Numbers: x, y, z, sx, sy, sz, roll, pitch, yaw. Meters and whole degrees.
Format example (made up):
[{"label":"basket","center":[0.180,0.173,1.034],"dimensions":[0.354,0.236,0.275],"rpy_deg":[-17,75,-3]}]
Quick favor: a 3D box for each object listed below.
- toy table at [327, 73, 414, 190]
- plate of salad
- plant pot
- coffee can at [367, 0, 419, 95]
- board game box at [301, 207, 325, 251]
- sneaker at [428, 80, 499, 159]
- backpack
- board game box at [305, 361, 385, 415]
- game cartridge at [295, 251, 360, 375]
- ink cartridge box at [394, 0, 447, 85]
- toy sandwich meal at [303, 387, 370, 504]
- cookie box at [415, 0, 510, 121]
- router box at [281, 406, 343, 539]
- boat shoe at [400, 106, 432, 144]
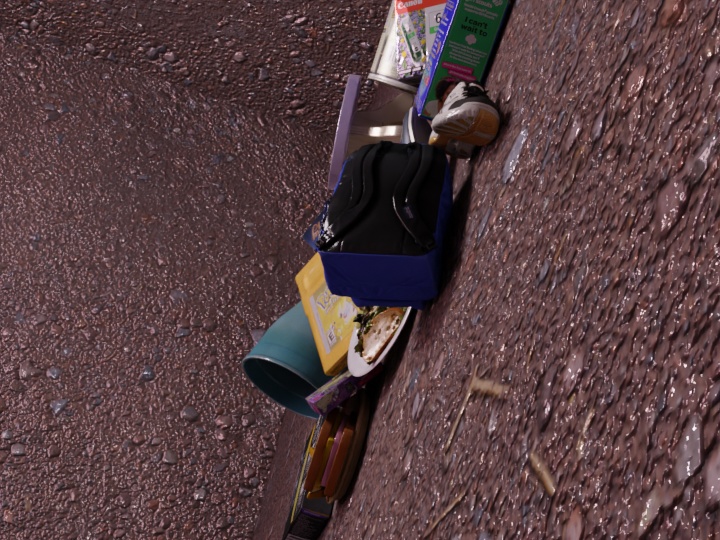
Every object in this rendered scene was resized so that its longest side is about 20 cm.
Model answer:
[{"label":"toy table","center":[0.019,-0.227,1.671],"dimensions":[0.184,0.116,0.201],"rpy_deg":[-62,-16,-86]},{"label":"plate of salad","center":[0.025,0.060,1.433],"dimensions":[0.200,0.048,0.201],"rpy_deg":[-55,18,28]},{"label":"plant pot","center":[-0.096,0.152,1.876],"dimensions":[0.189,0.199,0.200],"rpy_deg":[-59,-1,-27]},{"label":"coffee can","center":[0.110,-0.410,1.705],"dimensions":[0.146,0.145,0.201],"rpy_deg":[-101,29,-79]},{"label":"board game box","center":[0.011,-0.069,1.450],"dimensions":[0.136,0.035,0.200],"rpy_deg":[-51,-27,9]},{"label":"sneaker","center":[0.130,-0.201,1.215],"dimensions":[0.200,0.075,0.088],"rpy_deg":[168,121,-82]},{"label":"backpack","center":[0.037,-0.060,1.270],"dimensions":[0.168,0.161,0.201],"rpy_deg":[80,-162,-54]},{"label":"board game box","center":[-0.027,0.180,1.534],"dimensions":[0.120,0.032,0.200],"rpy_deg":[-31,-1,-8]},{"label":"game cartridge","center":[-0.031,0.043,1.611],"dimensions":[0.176,0.032,0.201],"rpy_deg":[-47,51,36]},{"label":"ink cartridge box","center":[0.112,-0.411,1.586],"dimensions":[0.050,0.108,0.202],"rpy_deg":[4,-97,-57]},{"label":"toy sandwich meal","center":[-0.042,0.269,1.512],"dimensions":[0.205,0.070,0.206],"rpy_deg":[-163,90,-85]},{"label":"cookie box","center":[0.146,-0.322,1.432],"dimensions":[0.171,0.075,0.201],"rpy_deg":[-87,14,-72]},{"label":"router box","center":[-0.074,0.353,1.674],"dimensions":[0.158,0.052,0.201],"rpy_deg":[115,171,-52]},{"label":"boat shoe","center":[0.081,-0.156,1.432],"dimensions":[0.062,0.075,0.201],"rpy_deg":[-32,49,31]}]
